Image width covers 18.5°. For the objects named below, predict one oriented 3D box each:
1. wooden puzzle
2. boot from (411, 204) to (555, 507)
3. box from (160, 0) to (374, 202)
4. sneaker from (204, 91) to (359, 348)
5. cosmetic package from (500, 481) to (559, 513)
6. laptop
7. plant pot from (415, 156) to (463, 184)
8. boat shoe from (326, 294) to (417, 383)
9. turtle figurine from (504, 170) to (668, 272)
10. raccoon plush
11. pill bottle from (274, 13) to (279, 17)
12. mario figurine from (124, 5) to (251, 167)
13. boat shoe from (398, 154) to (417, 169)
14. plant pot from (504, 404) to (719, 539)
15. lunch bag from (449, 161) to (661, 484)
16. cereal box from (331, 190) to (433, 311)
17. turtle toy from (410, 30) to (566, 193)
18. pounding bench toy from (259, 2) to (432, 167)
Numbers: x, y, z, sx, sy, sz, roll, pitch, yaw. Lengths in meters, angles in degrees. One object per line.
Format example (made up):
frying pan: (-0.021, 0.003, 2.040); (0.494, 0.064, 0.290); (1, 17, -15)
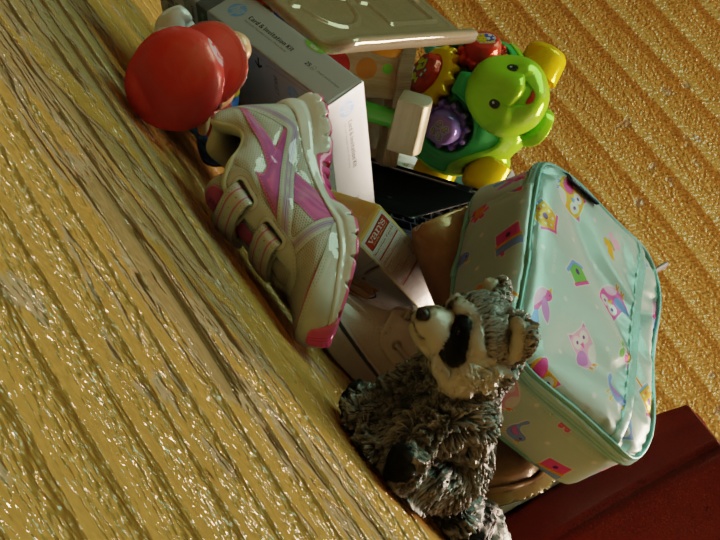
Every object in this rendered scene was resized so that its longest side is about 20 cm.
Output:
wooden puzzle: (-0.033, -0.216, 1.729); (0.200, 0.046, 0.185); (39, 28, 26)
boot: (0.077, 0.059, 1.520); (0.175, 0.066, 0.200); (-18, 89, -65)
box: (-0.072, -0.131, 1.687); (0.200, 0.041, 0.156); (40, -27, 32)
sneaker: (-0.057, -0.031, 1.461); (0.081, 0.088, 0.200); (108, -26, -47)
cosmetic package: (0.127, 0.118, 1.807); (0.081, 0.113, 0.200); (59, 1, -12)
laptop: (0.001, -0.035, 1.849); (0.187, 0.116, 0.200); (18, -38, 26)
plant pot: (0.049, -0.074, 2.061); (0.201, 0.201, 0.161); (50, 4, -14)
boat shoe: (0.025, 0.057, 1.563); (0.200, 0.070, 0.071); (51, 4, -13)
turtle figurine: (0.149, -0.013, 1.703); (0.144, 0.200, 0.194); (53, -13, 1)
raccoon plush: (0.075, 0.088, 1.376); (0.097, 0.134, 0.200); (53, 4, 37)
pill bottle: (-0.098, -0.190, 2.065); (0.116, 0.116, 0.200); (49, 5, -33)
mario figurine: (-0.101, -0.136, 1.587); (0.123, 0.106, 0.200); (15, -7, 3)
boat shoe: (0.040, -0.067, 1.942); (0.200, 0.074, 0.067); (24, 8, -12)
plant pot: (0.238, 0.220, 1.728); (0.200, 0.176, 0.200); (50, 4, -9)
lunch bag: (0.137, 0.033, 1.489); (0.160, 0.077, 0.200); (39, 44, -28)
cereal box: (0.000, 0.000, 1.623); (0.144, 0.040, 0.200); (18, -18, 40)
turtle toy: (0.098, -0.142, 1.846); (0.101, 0.146, 0.200); (32, -10, -30)
pounding bench toy: (-0.040, -0.156, 1.817); (0.156, 0.124, 0.200); (4, 19, -18)
